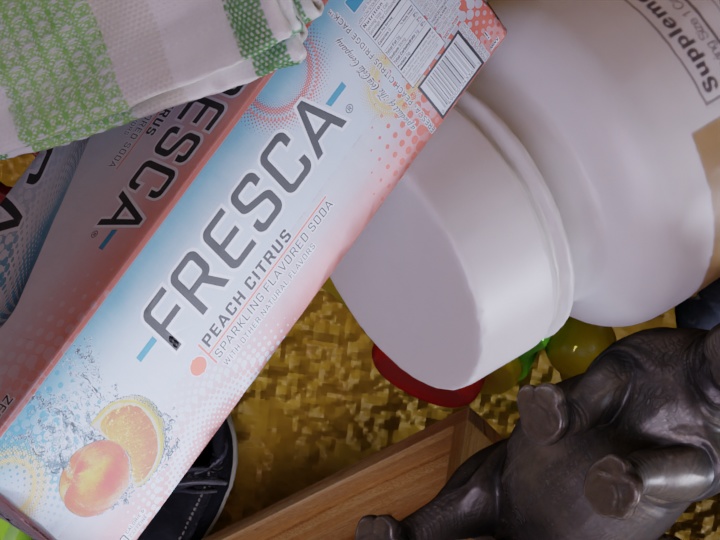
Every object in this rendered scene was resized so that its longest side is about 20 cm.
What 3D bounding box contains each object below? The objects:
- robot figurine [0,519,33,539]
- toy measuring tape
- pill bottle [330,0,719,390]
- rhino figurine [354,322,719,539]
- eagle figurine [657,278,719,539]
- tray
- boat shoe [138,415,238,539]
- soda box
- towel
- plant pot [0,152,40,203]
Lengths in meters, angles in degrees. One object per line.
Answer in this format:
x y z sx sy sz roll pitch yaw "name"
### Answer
-0.172 0.090 1.006 0.115 0.176 0.200 12 154 6 "robot figurine"
0.000 0.000 0.998 0.199 0.074 0.074 20 120 16 "toy measuring tape"
0.086 -0.048 0.869 0.200 0.114 0.115 -30 117 -25 "pill bottle"
0.090 0.050 0.867 0.200 0.087 0.060 -39 73 39 "rhino figurine"
0.153 0.113 0.941 0.151 0.200 0.151 -20 137 -9 "eagle figurine"
-0.031 0.132 1.002 0.200 0.099 0.037 -29 122 33 "tray"
-0.080 0.053 1.008 0.074 0.062 0.200 14 139 1 "boat shoe"
-0.049 -0.018 0.777 0.200 0.068 0.064 -54 131 -13 "soda box"
-0.117 -0.101 0.767 0.199 0.031 0.150 -17 95 29 "towel"
-0.105 -0.101 0.877 0.199 0.201 0.183 3 115 7 "plant pot"
